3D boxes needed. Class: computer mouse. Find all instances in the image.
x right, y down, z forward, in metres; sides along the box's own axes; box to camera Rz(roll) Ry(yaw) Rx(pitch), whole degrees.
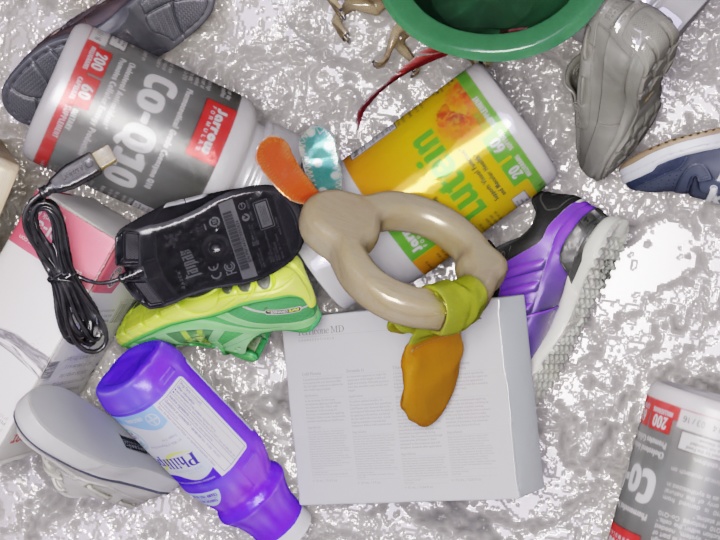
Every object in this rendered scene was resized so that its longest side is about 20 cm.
[{"bbox_3d":[-0.150,-0.038,1.287,0.199,0.046,0.141,-24,111,-3],"label":"computer mouse"}]

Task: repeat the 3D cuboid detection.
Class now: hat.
[{"bbox_3d":[0.096,-0.202,1.322,0.199,0.176,0.166,10,74,12],"label":"hat"}]

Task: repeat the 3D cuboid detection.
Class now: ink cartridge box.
[{"bbox_3d":[-0.252,0.044,1.382,0.083,0.147,0.200,32,94,7],"label":"ink cartridge box"}]

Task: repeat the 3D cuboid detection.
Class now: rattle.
[{"bbox_3d":[0.000,0.000,1.293,0.199,0.143,0.130,27,58,10],"label":"rattle"}]

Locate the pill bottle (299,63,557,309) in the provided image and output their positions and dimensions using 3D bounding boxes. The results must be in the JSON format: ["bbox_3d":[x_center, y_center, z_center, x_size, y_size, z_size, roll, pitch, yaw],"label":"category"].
[{"bbox_3d":[0.044,-0.060,1.361,0.200,0.111,0.111,-36,86,6],"label":"pill bottle"}]

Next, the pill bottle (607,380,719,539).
[{"bbox_3d":[0.252,0.195,1.335,0.113,0.114,0.201,15,92,7],"label":"pill bottle"}]

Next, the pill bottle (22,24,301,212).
[{"bbox_3d":[-0.151,-0.101,1.359,0.199,0.114,0.114,24,93,-10],"label":"pill bottle"}]

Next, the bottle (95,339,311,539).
[{"bbox_3d":[-0.119,0.143,1.378,0.200,0.083,0.065,49,58,-20],"label":"bottle"}]

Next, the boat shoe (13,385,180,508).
[{"bbox_3d":[-0.215,0.146,1.361,0.066,0.200,0.072,-37,64,11],"label":"boat shoe"}]

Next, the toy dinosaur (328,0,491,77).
[{"bbox_3d":[0.022,-0.229,1.401,0.101,0.058,0.200,-37,94,-9],"label":"toy dinosaur"}]

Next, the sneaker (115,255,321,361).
[{"bbox_3d":[-0.116,0.042,1.375,0.199,0.074,0.084,-13,121,38],"label":"sneaker"}]

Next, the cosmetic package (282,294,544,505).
[{"bbox_3d":[0.038,0.102,1.358,0.199,0.052,0.152,-6,92,31],"label":"cosmetic package"}]

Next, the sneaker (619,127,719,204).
[{"bbox_3d":[0.307,-0.060,1.349,0.199,0.070,0.109,-12,87,4],"label":"sneaker"}]

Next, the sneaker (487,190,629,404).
[{"bbox_3d":[0.126,0.027,1.379,0.099,0.070,0.201,32,99,21],"label":"sneaker"}]

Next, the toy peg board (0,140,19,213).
[{"bbox_3d":[-0.357,-0.020,1.358,0.097,0.199,0.201,22,94,-18],"label":"toy peg board"}]

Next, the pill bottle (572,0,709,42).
[{"bbox_3d":[0.171,-0.247,1.344,0.200,0.111,0.111,43,95,5],"label":"pill bottle"}]

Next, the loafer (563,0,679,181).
[{"bbox_3d":[0.188,-0.138,1.311,0.070,0.200,0.070,38,65,17],"label":"loafer"}]

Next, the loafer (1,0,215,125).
[{"bbox_3d":[-0.204,-0.188,1.427,0.200,0.063,0.072,-31,117,11],"label":"loafer"}]
